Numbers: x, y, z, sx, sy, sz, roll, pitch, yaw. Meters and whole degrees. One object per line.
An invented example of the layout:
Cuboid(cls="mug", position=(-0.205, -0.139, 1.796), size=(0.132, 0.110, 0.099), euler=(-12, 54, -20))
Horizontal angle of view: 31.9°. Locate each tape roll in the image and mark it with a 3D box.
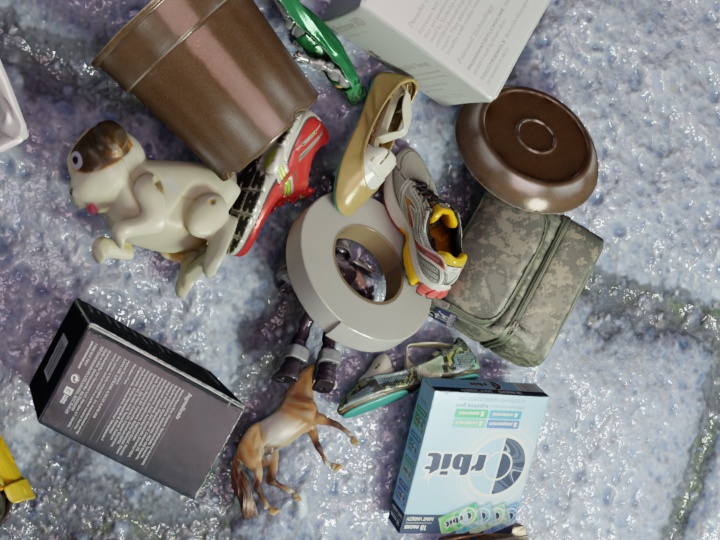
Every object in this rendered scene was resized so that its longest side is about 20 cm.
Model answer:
Cuboid(cls="tape roll", position=(0.000, 0.000, 1.530), size=(0.201, 0.037, 0.205), euler=(21, 52, -30))

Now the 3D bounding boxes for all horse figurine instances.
Cuboid(cls="horse figurine", position=(-0.092, 0.214, 1.551), size=(0.200, 0.050, 0.133), euler=(-41, 64, 0))

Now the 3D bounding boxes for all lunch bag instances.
Cuboid(cls="lunch bag", position=(0.190, 0.007, 1.608), size=(0.166, 0.139, 0.202), euler=(30, 84, -1))

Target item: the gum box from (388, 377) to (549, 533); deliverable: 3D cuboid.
Cuboid(cls="gum box", position=(0.138, 0.240, 1.620), size=(0.168, 0.045, 0.203), euler=(5, 108, -24))

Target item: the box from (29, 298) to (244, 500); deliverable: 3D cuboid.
Cuboid(cls="box", position=(-0.258, 0.141, 1.427), size=(0.195, 0.200, 0.125), euler=(29, 87, -18))

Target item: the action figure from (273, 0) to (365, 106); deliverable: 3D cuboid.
Cuboid(cls="action figure", position=(-0.058, -0.277, 1.523), size=(0.054, 0.119, 0.200), euler=(-37, 115, 12))

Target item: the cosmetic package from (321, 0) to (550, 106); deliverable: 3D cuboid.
Cuboid(cls="cosmetic package", position=(0.092, -0.323, 1.524), size=(0.199, 0.167, 0.168), euler=(32, 85, -18))

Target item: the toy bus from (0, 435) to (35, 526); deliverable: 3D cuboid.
Cuboid(cls="toy bus", position=(-0.488, 0.223, 1.402), size=(0.198, 0.136, 0.194), euler=(-25, 89, -12))

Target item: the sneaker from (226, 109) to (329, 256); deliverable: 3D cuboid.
Cuboid(cls="sneaker", position=(-0.098, -0.099, 1.531), size=(0.084, 0.077, 0.202), euler=(29, 90, -34))

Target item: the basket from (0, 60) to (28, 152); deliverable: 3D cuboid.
Cuboid(cls="basket", position=(-0.461, -0.211, 1.369), size=(0.134, 0.123, 0.202), euler=(-24, 101, -15))

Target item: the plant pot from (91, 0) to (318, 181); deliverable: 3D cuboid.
Cuboid(cls="plant pot", position=(-0.164, -0.223, 1.420), size=(0.200, 0.200, 0.199), euler=(-43, 102, -10))

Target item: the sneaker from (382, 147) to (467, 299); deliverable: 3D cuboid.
Cuboid(cls="sneaker", position=(0.088, -0.069, 1.556), size=(0.077, 0.082, 0.202), euler=(2, 57, -33))

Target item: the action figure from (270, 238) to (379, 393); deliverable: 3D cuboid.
Cuboid(cls="action figure", position=(-0.049, 0.045, 1.558), size=(0.129, 0.069, 0.203), euler=(18, 72, -9))

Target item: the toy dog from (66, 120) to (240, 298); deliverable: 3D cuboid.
Cuboid(cls="toy dog", position=(-0.242, -0.091, 1.449), size=(0.198, 0.139, 0.196), euler=(28, 72, -19))

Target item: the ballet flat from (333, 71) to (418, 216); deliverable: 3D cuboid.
Cuboid(cls="ballet flat", position=(0.021, -0.158, 1.535), size=(0.069, 0.062, 0.202), euler=(46, 54, -52))

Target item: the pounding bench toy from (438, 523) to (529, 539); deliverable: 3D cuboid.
Cuboid(cls="pounding bench toy", position=(0.223, 0.414, 1.637), size=(0.197, 0.156, 0.126), euler=(-5, 96, -18))

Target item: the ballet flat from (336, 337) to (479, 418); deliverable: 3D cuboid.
Cuboid(cls="ballet flat", position=(0.054, 0.132, 1.612), size=(0.197, 0.074, 0.075), euler=(-14, 99, -19))

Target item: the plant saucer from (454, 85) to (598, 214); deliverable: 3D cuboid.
Cuboid(cls="plant saucer", position=(0.216, -0.162, 1.591), size=(0.197, 0.032, 0.202), euler=(11, 55, -15))
